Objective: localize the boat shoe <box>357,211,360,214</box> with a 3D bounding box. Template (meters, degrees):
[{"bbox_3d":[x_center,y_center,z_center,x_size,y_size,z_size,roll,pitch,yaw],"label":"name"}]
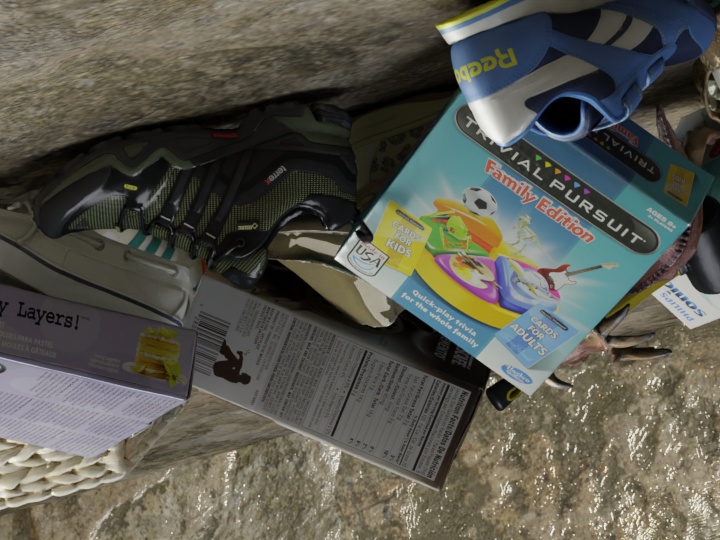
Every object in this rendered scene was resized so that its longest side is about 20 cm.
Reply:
[{"bbox_3d":[-0.029,-0.048,1.806,0.200,0.072,0.067,-5,-165,-36],"label":"boat shoe"}]

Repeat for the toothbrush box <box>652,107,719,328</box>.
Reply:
[{"bbox_3d":[0.289,-0.060,1.875,0.200,0.085,0.147,-26,-150,53],"label":"toothbrush box"}]

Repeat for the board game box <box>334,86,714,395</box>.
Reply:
[{"bbox_3d":[0.092,-0.030,1.610,0.200,0.151,0.047,-52,-176,49],"label":"board game box"}]

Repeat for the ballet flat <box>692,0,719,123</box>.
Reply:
[{"bbox_3d":[0.242,-0.125,1.674,0.070,0.066,0.200,-14,172,6],"label":"ballet flat"}]

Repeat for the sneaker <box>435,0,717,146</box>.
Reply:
[{"bbox_3d":[0.125,-0.112,1.505,0.200,0.083,0.074,-9,171,-42],"label":"sneaker"}]

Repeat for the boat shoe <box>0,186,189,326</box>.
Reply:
[{"bbox_3d":[-0.189,-0.022,1.676,0.202,0.086,0.075,23,161,-25],"label":"boat shoe"}]

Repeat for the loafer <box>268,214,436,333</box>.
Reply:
[{"bbox_3d":[0.000,0.000,1.748,0.200,0.068,0.076,13,-177,-39],"label":"loafer"}]

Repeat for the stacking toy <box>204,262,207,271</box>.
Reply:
[{"bbox_3d":[-0.061,-0.011,1.935,0.200,0.110,0.116,-32,154,31],"label":"stacking toy"}]

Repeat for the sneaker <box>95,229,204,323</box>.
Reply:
[{"bbox_3d":[-0.162,0.005,1.819,0.070,0.094,0.200,-17,172,27],"label":"sneaker"}]

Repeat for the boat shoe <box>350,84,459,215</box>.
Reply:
[{"bbox_3d":[0.085,-0.087,1.689,0.199,0.063,0.073,-16,171,17],"label":"boat shoe"}]

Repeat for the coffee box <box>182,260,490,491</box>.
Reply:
[{"bbox_3d":[-0.017,0.061,1.816,0.199,0.080,0.113,22,-166,1],"label":"coffee box"}]

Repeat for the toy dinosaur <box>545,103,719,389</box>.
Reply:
[{"bbox_3d":[0.173,-0.013,1.691,0.086,0.136,0.200,15,144,-13],"label":"toy dinosaur"}]

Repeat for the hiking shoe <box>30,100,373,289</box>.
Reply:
[{"bbox_3d":[-0.095,-0.035,1.613,0.199,0.101,0.076,-14,172,2],"label":"hiking shoe"}]

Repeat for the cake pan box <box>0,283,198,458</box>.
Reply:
[{"bbox_3d":[-0.219,0.062,1.693,0.184,0.052,0.200,16,160,-18],"label":"cake pan box"}]

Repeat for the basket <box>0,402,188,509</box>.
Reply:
[{"bbox_3d":[-0.213,0.079,1.971,0.135,0.124,0.200,-15,-168,15],"label":"basket"}]

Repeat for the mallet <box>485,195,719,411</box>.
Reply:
[{"bbox_3d":[0.171,0.034,1.802,0.200,0.041,0.066,-41,132,-3],"label":"mallet"}]
